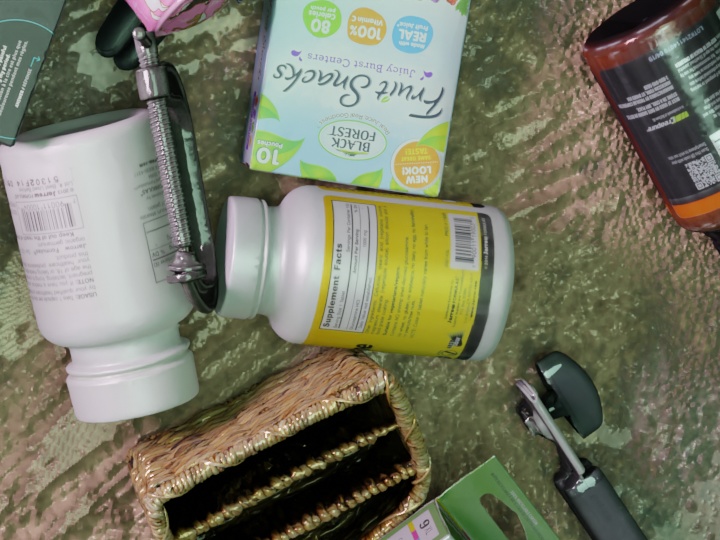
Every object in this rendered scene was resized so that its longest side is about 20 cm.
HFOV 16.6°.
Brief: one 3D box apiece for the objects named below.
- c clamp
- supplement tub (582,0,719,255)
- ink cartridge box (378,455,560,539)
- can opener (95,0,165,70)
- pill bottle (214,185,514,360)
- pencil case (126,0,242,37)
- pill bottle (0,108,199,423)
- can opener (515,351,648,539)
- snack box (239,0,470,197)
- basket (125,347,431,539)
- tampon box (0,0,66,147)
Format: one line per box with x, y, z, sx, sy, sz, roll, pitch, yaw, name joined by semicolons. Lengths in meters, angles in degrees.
-0.126;-0.065;1.645;0.027;0.171;0.201;-10;97;4;c clamp
0.249;-0.102;1.778;0.107;0.107;0.200;-31;104;-6;supplement tub
0.049;0.236;1.747;0.200;0.059;0.104;-37;115;3;ink cartridge box
-0.117;-0.226;1.716;0.063;0.079;0.200;24;97;-53;can opener
0.000;0.000;1.738;0.199;0.112;0.113;6;97;-12;pill bottle
-0.155;-0.255;1.652;0.086;0.083;0.200;-31;78;-20;pencil case
-0.174;-0.003;1.701;0.114;0.114;0.201;-13;100;-9;pill bottle
0.181;0.152;1.828;0.067;0.053;0.200;-36;104;-4;can opener
0.001;-0.162;1.745;0.142;0.053;0.201;8;97;-12;snack box
-0.049;0.159;1.733;0.199;0.149;0.143;-26;102;-8;basket
-0.303;-0.190;1.640;0.199;0.126;0.150;21;94;-13;tampon box
